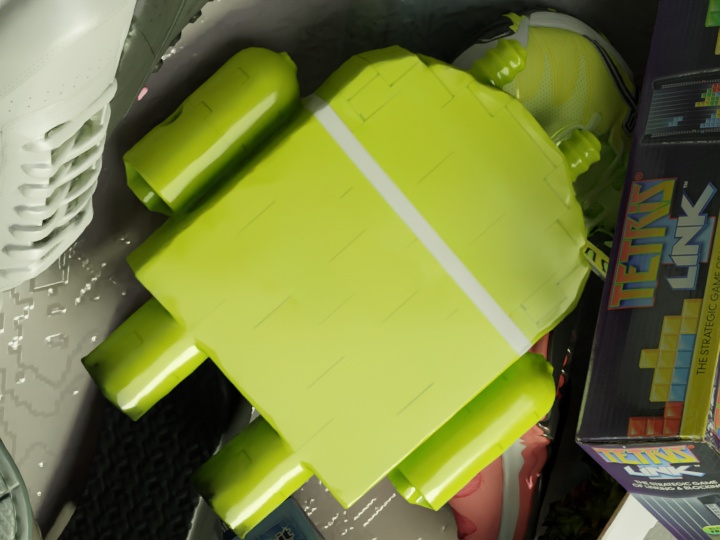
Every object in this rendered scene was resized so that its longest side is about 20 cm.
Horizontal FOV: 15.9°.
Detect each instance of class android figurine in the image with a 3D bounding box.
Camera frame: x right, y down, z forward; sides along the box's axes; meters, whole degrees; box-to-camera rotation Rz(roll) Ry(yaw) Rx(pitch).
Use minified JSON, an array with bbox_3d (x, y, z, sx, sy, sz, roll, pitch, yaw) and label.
[{"bbox_3d":[0.000,0.000,0.951,0.200,0.041,0.182,-43,105,-2],"label":"android figurine"}]

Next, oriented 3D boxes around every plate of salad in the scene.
[{"bbox_3d":[0.114,0.093,1.139,0.200,0.048,0.200,-55,170,-14],"label":"plate of salad"}]

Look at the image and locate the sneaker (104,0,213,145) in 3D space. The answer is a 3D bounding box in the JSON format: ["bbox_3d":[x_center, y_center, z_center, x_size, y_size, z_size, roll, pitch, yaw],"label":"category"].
[{"bbox_3d":[-0.054,-0.101,0.862,0.099,0.071,0.200,6,118,-36],"label":"sneaker"}]

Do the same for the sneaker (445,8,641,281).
[{"bbox_3d":[0.102,-0.038,1.033,0.075,0.076,0.200,-48,138,11],"label":"sneaker"}]

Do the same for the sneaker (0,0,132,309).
[{"bbox_3d":[-0.108,-0.043,0.799,0.076,0.081,0.200,-36,179,-33],"label":"sneaker"}]

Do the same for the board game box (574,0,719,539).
[{"bbox_3d":[0.157,0.011,1.005,0.165,0.057,0.200,43,52,-46],"label":"board game box"}]

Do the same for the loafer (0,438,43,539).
[{"bbox_3d":[-0.149,0.114,0.979,0.072,0.063,0.200,-24,114,-4],"label":"loafer"}]

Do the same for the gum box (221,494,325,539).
[{"bbox_3d":[0.017,0.193,1.078,0.045,0.200,0.170,-36,139,-5],"label":"gum box"}]

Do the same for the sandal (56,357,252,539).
[{"bbox_3d":[-0.081,0.107,1.030,0.048,0.075,0.201,-19,138,-53],"label":"sandal"}]

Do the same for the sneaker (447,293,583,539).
[{"bbox_3d":[0.043,0.055,1.091,0.200,0.087,0.074,91,16,-58],"label":"sneaker"}]
